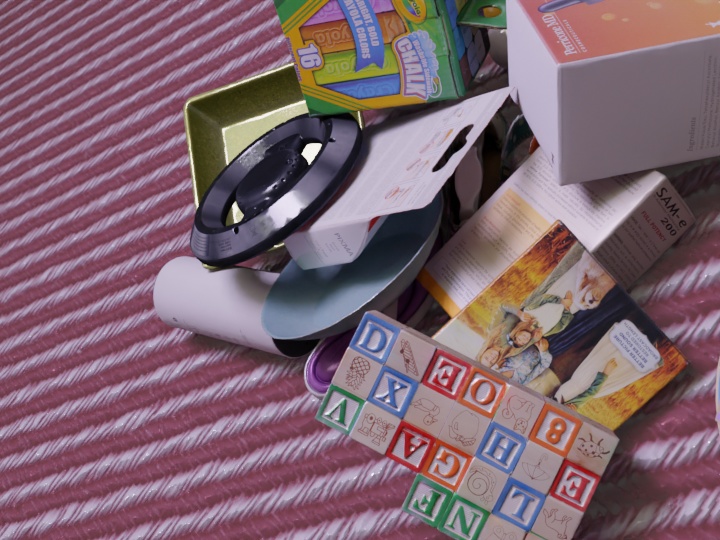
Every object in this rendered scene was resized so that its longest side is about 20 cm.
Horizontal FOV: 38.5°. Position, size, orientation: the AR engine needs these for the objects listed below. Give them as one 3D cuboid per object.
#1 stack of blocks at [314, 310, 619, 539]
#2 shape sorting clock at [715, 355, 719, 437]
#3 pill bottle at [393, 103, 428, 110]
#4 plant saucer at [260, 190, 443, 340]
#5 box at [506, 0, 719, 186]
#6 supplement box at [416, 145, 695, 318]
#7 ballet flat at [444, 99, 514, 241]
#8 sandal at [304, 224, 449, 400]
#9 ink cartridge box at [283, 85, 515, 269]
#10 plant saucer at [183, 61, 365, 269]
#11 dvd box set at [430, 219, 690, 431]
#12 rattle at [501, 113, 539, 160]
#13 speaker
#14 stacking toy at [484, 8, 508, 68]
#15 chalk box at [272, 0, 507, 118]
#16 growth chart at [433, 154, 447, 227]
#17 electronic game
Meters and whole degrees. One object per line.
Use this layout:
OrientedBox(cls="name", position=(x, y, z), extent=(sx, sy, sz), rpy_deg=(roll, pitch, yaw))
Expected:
OrientedBox(cls="stack of blocks", position=(0.070, 0.125, 0.749), extent=(0.199, 0.059, 0.116), rpy_deg=(27, 92, 7))
OrientedBox(cls="shape sorting clock", position=(0.293, 0.078, 0.637), extent=(0.200, 0.039, 0.202), rpy_deg=(-173, 90, -69))
OrientedBox(cls="pill bottle", position=(0.015, -0.262, 1.139), extent=(0.114, 0.114, 0.200), rpy_deg=(-45, 41, 4))
OrientedBox(cls="plant saucer", position=(0.000, 0.000, 0.923), extent=(0.200, 0.039, 0.202), rpy_deg=(-32, 25, 16))
OrientedBox(cls="box", position=(0.230, -0.168, 0.819), extent=(0.198, 0.107, 0.153), rpy_deg=(-11, 39, -2))
OrientedBox(cls="supplement box", position=(0.160, -0.018, 0.865), extent=(0.200, 0.073, 0.126), rpy_deg=(-46, 42, 6))
OrientedBox(cls="ballet flat", position=(0.109, -0.102, 0.970), extent=(0.068, 0.071, 0.202), rpy_deg=(-3, 56, 13))
OrientedBox(cls="sandal", position=(0.014, 0.034, 0.963), extent=(0.082, 0.050, 0.204), rpy_deg=(32, 88, 40))
OrientedBox(cls="ink cartridge box", position=(0.037, -0.079, 0.908), extent=(0.199, 0.050, 0.161), rpy_deg=(-5, 40, 48))
OrientedBox(cls="plant saucer", position=(-0.080, -0.113, 1.083), extent=(0.198, 0.048, 0.202), rpy_deg=(-16, 70, 15))
OrientedBox(cls="dvd box set", position=(0.126, 0.082, 0.788), extent=(0.200, 0.029, 0.147), rpy_deg=(-42, 85, 7))
OrientedBox(cls="rattle", position=(0.176, -0.186, 0.983), extent=(0.143, 0.129, 0.202), rpy_deg=(33, 110, 59))
OrientedBox(cls="speaker", position=(-0.127, 0.036, 1.067), extent=(0.199, 0.081, 0.082), rpy_deg=(9, 66, 45))
OrientedBox(cls="stacking toy", position=(0.156, -0.304, 1.061), extent=(0.145, 0.146, 0.202), rpy_deg=(-9, 70, 36))
OrientedBox(cls="chalk box", position=(0.043, -0.230, 0.941), extent=(0.198, 0.125, 0.125), rpy_deg=(-4, 32, 24))
OrientedBox(cls="growth chart", position=(0.016, -0.059, 1.062), extent=(0.199, 0.018, 0.146), rpy_deg=(-25, 47, 25))
OrientedBox(cls="electronic game", position=(-0.082, -0.080, 0.976), extent=(0.199, 0.042, 0.201), rpy_deg=(-29, 30, 19))
